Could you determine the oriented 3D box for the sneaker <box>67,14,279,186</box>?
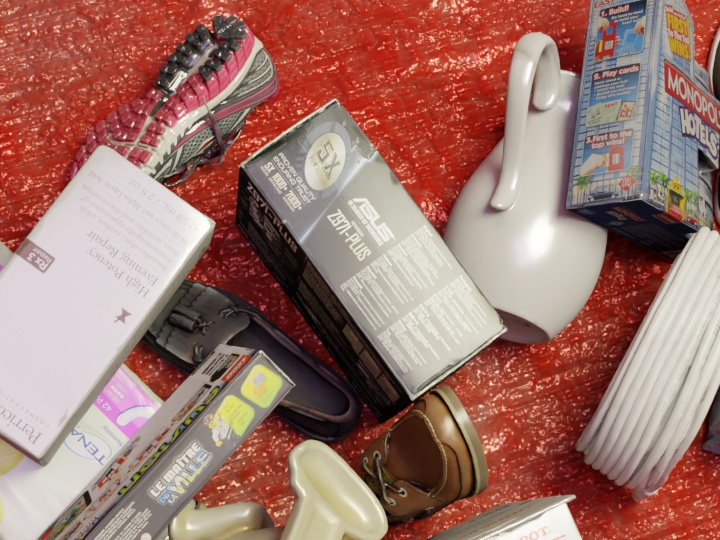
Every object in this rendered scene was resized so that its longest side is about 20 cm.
[{"bbox_3d":[-0.142,-0.100,1.019,0.200,0.075,0.081,-44,45,-2],"label":"sneaker"}]

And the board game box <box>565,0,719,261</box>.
[{"bbox_3d":[0.226,-0.123,1.005,0.062,0.200,0.201,-6,76,35],"label":"board game box"}]

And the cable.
[{"bbox_3d":[0.228,0.064,0.959,0.069,0.200,0.200,28,82,13],"label":"cable"}]

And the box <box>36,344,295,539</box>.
[{"bbox_3d":[-0.137,0.134,0.885,0.035,0.110,0.200,46,75,-14],"label":"box"}]

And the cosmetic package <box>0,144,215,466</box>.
[{"bbox_3d":[-0.198,0.025,0.912,0.102,0.074,0.200,34,75,-1],"label":"cosmetic package"}]

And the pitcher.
[{"bbox_3d":[0.124,-0.060,0.991,0.121,0.172,0.201,10,73,29],"label":"pitcher"}]

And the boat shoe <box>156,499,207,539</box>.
[{"bbox_3d":[-0.189,0.233,0.936,0.068,0.075,0.200,38,77,-3],"label":"boat shoe"}]

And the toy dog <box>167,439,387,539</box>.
[{"bbox_3d":[-0.062,0.226,0.863,0.194,0.200,0.140,37,43,-25],"label":"toy dog"}]

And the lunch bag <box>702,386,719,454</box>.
[{"bbox_3d":[0.382,0.083,1.011,0.199,0.127,0.170,15,74,5],"label":"lunch bag"}]

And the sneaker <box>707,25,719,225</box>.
[{"bbox_3d":[0.326,-0.134,1.064,0.070,0.099,0.201,6,76,-3],"label":"sneaker"}]

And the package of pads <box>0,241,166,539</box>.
[{"bbox_3d":[-0.250,0.101,0.961,0.200,0.068,0.155,43,76,4],"label":"package of pads"}]

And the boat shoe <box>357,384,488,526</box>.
[{"bbox_3d":[0.037,0.141,0.917,0.068,0.200,0.072,-22,68,-14],"label":"boat shoe"}]

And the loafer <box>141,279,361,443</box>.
[{"bbox_3d":[-0.084,0.060,0.992,0.200,0.063,0.072,31,76,1],"label":"loafer"}]

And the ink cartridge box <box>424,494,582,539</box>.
[{"bbox_3d":[0.086,0.209,0.908,0.116,0.200,0.067,-22,82,-11],"label":"ink cartridge box"}]

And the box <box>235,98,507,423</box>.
[{"bbox_3d":[0.000,0.000,0.963,0.086,0.164,0.200,-35,83,-12],"label":"box"}]
